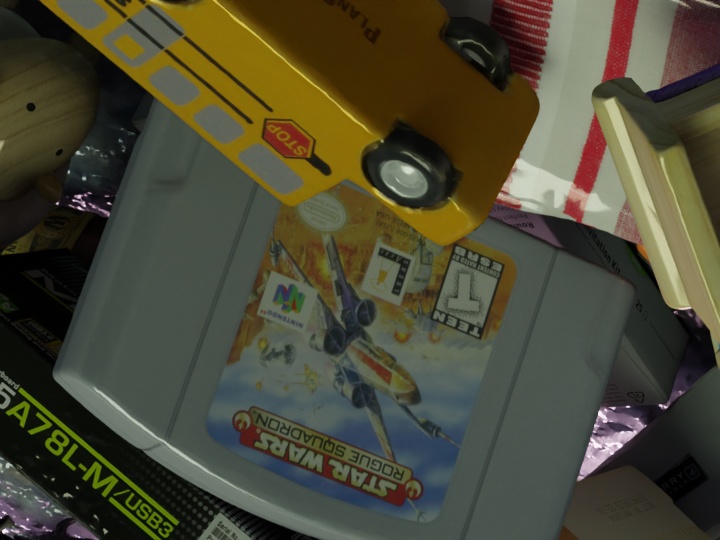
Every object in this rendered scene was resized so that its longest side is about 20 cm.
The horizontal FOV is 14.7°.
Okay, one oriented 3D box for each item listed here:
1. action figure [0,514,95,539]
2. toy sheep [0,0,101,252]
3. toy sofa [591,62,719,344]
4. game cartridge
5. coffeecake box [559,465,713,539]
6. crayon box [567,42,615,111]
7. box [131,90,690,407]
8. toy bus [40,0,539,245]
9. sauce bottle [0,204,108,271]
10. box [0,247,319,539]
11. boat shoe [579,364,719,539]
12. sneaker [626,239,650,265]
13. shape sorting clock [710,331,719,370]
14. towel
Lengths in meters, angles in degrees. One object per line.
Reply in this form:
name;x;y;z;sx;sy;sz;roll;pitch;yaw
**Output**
action figure;-0.202;0.168;1.480;0.200;0.102;0.119;29;134;-6
toy sheep;-0.187;-0.061;1.130;0.199;0.138;0.138;-7;136;37
toy sofa;0.179;-0.058;0.891;0.199;0.098;0.083;-24;117;0
game cartridge;-0.004;0.030;1.020;0.199;0.134;0.042;23;162;-17
coffeecake box;0.048;0.189;1.126;0.073;0.153;0.200;42;124;30
crayon box;0.009;-0.134;0.981;0.199;0.058;0.119;15;146;12
box;0.023;-0.016;1.149;0.156;0.041;0.200;-6;135;37
toy bus;-0.038;-0.087;0.931;0.200;0.065;0.078;40;144;-17
sauce bottle;-0.142;0.001;1.251;0.199;0.065;0.065;10;144;16
box;-0.080;0.070;1.111;0.200;0.048;0.193;40;-170;7
boat shoe;0.161;0.076;1.170;0.200;0.070;0.071;-40;80;30
sneaker;0.192;-0.004;1.038;0.199;0.075;0.078;25;143;-5
shape sorting clock;0.198;0.064;0.987;0.200;0.039;0.200;36;153;22
towel;0.042;-0.073;0.973;0.199;0.023;0.144;18;146;8
